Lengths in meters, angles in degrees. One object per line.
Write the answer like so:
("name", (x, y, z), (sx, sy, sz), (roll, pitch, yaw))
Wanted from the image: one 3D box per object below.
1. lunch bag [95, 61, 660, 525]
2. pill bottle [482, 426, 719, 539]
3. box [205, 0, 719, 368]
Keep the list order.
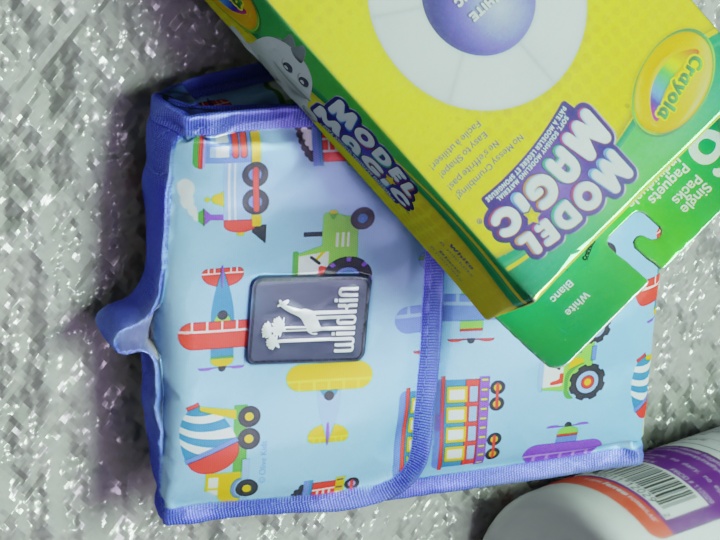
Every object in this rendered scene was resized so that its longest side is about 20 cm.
("lunch bag", (0.000, 0.000, 0.984), (0.200, 0.094, 0.151), (-10, 117, -26))
("pill bottle", (0.153, 0.121, 1.153), (0.200, 0.111, 0.112), (-14, 119, -38))
("box", (0.039, -0.076, 0.917), (0.117, 0.048, 0.200), (-44, 97, -19))
